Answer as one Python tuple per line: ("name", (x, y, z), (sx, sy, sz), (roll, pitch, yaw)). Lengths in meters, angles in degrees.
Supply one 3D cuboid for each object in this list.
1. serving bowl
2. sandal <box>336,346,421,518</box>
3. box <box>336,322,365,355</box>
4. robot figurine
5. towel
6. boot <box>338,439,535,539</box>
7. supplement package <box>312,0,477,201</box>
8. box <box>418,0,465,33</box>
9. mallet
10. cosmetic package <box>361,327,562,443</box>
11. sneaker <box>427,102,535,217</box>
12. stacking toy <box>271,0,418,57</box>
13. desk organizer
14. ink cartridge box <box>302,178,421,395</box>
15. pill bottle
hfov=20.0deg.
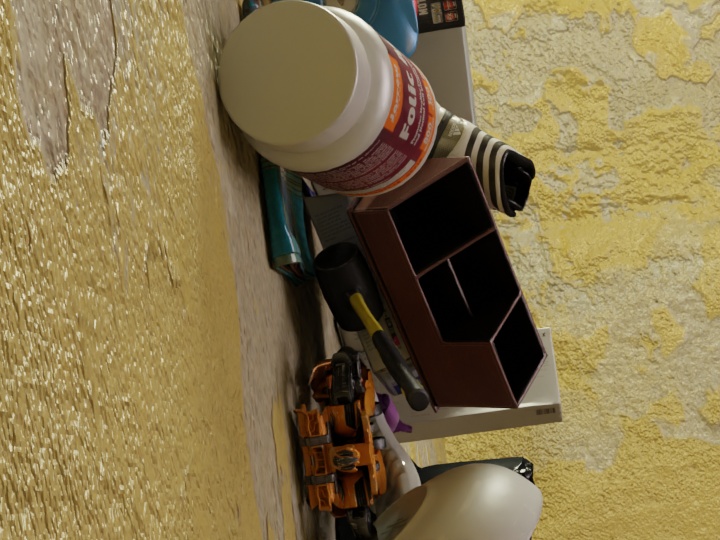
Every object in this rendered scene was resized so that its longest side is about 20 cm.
("serving bowl", (0.042, 0.214, 1.522), (0.066, 0.200, 0.200), (44, 12, -8))
("sandal", (0.019, 0.144, 1.701), (0.203, 0.050, 0.083), (-114, -147, -47))
("box", (0.039, -0.016, 1.987), (0.109, 0.127, 0.200), (76, 9, -61))
("robot figurine", (-0.013, 0.131, 1.543), (0.200, 0.058, 0.145), (-42, 124, -85))
("towel", (-0.060, -0.094, 1.548), (0.147, 0.022, 0.201), (52, 31, -82))
("boot", (0.066, 0.183, 1.754), (0.200, 0.168, 0.077), (-91, 174, -54))
("supplement package", (0.028, -0.170, 1.921), (0.111, 0.155, 0.201), (62, 21, -75))
("box", (0.003, -0.280, 1.770), (0.200, 0.158, 0.048), (77, 5, -55))
("mallet", (0.015, 0.054, 1.508), (0.200, 0.041, 0.066), (59, -7, 51))
("cosmetic package", (0.088, 0.112, 1.936), (0.051, 0.199, 0.083), (71, 13, -63))
("sneaker", (0.072, -0.063, 1.646), (0.076, 0.115, 0.201), (-63, -178, -19))
("stacking toy", (0.001, -0.199, 1.660), (0.200, 0.109, 0.116), (29, 46, -80))
("desk organizer", (0.070, 0.011, 1.571), (0.072, 0.077, 0.200), (-55, 132, -42))
("ink cartridge box", (0.000, 0.000, 1.709), (0.196, 0.043, 0.200), (55, 14, -80))
("pill bottle", (-0.022, -0.118, 1.403), (0.200, 0.114, 0.115), (19, 63, -74))
